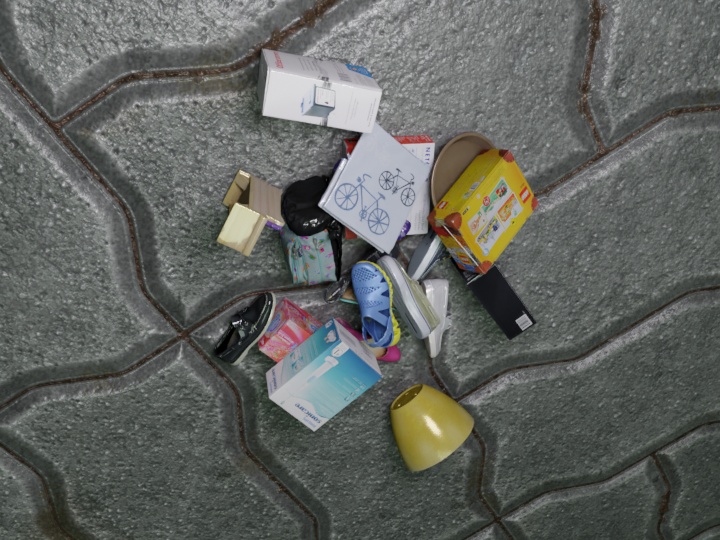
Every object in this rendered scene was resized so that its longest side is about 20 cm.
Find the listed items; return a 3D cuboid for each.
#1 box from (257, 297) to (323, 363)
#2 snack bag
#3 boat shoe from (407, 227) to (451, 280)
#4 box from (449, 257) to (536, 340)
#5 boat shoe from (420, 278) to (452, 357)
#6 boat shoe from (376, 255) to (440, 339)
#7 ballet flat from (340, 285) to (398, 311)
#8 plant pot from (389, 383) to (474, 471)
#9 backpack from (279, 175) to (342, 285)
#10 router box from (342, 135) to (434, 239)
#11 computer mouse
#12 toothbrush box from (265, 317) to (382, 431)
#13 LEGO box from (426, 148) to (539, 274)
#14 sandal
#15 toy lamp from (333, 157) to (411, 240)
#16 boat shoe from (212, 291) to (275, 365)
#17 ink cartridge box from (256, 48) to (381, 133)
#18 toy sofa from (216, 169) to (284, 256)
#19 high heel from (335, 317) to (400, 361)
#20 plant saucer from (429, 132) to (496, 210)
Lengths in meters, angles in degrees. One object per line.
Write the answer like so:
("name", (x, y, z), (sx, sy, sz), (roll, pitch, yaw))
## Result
("box", (-0.124, 0.167, 1.519), (0.103, 0.095, 0.200), (-42, 120, 13))
("snack bag", (0.032, -0.160, 1.302), (0.188, 0.021, 0.201), (33, 80, -35))
("boat shoe", (0.183, -0.048, 1.482), (0.090, 0.071, 0.201), (25, 109, -18))
("box", (0.288, 0.037, 1.518), (0.079, 0.141, 0.200), (-35, 121, 10))
("boat shoe", (0.177, 0.108, 1.580), (0.068, 0.072, 0.202), (-9, 112, -8))
("boat shoe", (0.102, 0.050, 1.471), (0.062, 0.072, 0.201), (-36, 105, -27))
("ballet flat", (0.051, 0.049, 1.511), (0.198, 0.068, 0.073), (13, 100, -9))
("plant pot", (0.151, 0.359, 1.658), (0.199, 0.200, 0.142), (-36, 95, 8))
("backpack", (-0.097, -0.066, 1.371), (0.125, 0.168, 0.201), (-5, 134, 0))
("router box", (0.052, -0.169, 1.397), (0.178, 0.049, 0.201), (-5, 120, -11))
("computer mouse", (0.000, 0.000, 1.475), (0.199, 0.034, 0.059), (-35, 124, -5))
("toothbrush box", (-0.078, 0.222, 1.454), (0.200, 0.085, 0.146), (-41, 121, 11))
("LEGO box", (0.247, -0.120, 1.370), (0.200, 0.077, 0.149), (-49, 123, -17))
("sandal", (0.028, 0.078, 1.427), (0.079, 0.087, 0.201), (-13, 103, 28))
("toy lamp", (0.021, -0.140, 1.345), (0.058, 0.058, 0.200), (-38, 120, 9))
("boat shoe", (-0.253, 0.120, 1.474), (0.066, 0.075, 0.200), (20, 123, -35))
("ink cartridge box", (-0.078, -0.321, 1.223), (0.198, 0.147, 0.086), (5, 120, -16))
("toy sofa", (-0.204, -0.106, 1.284), (0.097, 0.200, 0.083), (25, 111, -19))
("high heel", (0.021, 0.177, 1.558), (0.200, 0.096, 0.067), (36, 106, -28))
("plant saucer", (0.212, -0.179, 1.398), (0.199, 0.029, 0.202), (-8, 104, -35))
